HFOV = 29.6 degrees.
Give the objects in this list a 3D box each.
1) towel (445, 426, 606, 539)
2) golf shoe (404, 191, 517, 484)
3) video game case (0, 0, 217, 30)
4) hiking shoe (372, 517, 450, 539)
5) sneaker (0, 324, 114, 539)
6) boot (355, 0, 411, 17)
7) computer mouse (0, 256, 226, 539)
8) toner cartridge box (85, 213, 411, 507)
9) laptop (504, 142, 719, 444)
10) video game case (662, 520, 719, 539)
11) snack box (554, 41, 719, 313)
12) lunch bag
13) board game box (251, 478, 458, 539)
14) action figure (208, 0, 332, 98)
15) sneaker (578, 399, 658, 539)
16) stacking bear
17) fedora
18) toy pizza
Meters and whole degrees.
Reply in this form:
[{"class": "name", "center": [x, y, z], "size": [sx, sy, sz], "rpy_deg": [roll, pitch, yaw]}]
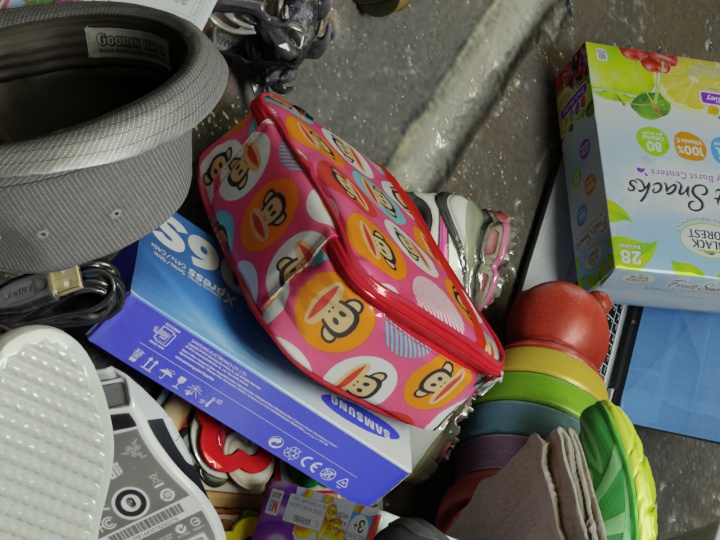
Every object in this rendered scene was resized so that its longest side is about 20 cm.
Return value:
[{"class": "towel", "center": [0.074, 0.194, 0.791], "size": [0.034, 0.201, 0.133], "rpy_deg": [23, 29, -17]}, {"class": "golf shoe", "center": [0.040, 0.042, 0.916], "size": [0.091, 0.073, 0.202], "rpy_deg": [18, 68, -8]}, {"class": "video game case", "center": [-0.143, -0.190, 0.722], "size": [0.181, 0.023, 0.201], "rpy_deg": [14, 114, -42]}, {"class": "hiking shoe", "center": [0.011, 0.222, 0.652], "size": [0.100, 0.075, 0.202], "rpy_deg": [-3, 95, -43]}, {"class": "sneaker", "center": [-0.168, 0.116, 0.640], "size": [0.075, 0.104, 0.202], "rpy_deg": [-16, 112, -38]}, {"class": "boot", "center": [0.047, -0.291, 1.001], "size": [0.200, 0.066, 0.176], "rpy_deg": [-37, 118, -43]}, {"class": "computer mouse", "center": [-0.137, 0.086, 0.711], "size": [0.044, 0.109, 0.201], "rpy_deg": [-103, 167, -67]}, {"class": "toner cartridge box", "center": [-0.058, 0.048, 0.776], "size": [0.199, 0.043, 0.095], "rpy_deg": [35, 28, -25]}, {"class": "laptop", "center": [0.236, 0.018, 1.073], "size": [0.200, 0.115, 0.188], "rpy_deg": [41, 53, -30]}, {"class": "video game case", "center": [0.157, 0.268, 0.888], "size": [0.023, 0.182, 0.201], "rpy_deg": [38, 54, -11]}, {"class": "snack box", "center": [0.250, -0.071, 1.078], "size": [0.167, 0.068, 0.202], "rpy_deg": [5, 65, -17]}, {"class": "lunch bag", "center": [0.000, 0.000, 0.804], "size": [0.176, 0.082, 0.201], "rpy_deg": [33, 20, -42]}, {"class": "board game box", "center": [-0.017, 0.232, 0.746], "size": [0.105, 0.103, 0.202], "rpy_deg": [28, 75, -37]}, {"class": "action figure", "center": [-0.059, -0.191, 0.841], "size": [0.119, 0.101, 0.201], "rpy_deg": [-64, 170, -66]}, {"class": "sneaker", "center": [0.133, 0.173, 0.802], "size": [0.074, 0.083, 0.202], "rpy_deg": [59, 34, -71]}, {"class": "stacking bear", "center": [0.125, 0.097, 0.940], "size": [0.114, 0.121, 0.201], "rpy_deg": [56, 40, -41]}, {"class": "fedora", "center": [-0.160, -0.059, 0.660], "size": [0.199, 0.177, 0.091], "rpy_deg": [-18, 126, -21]}, {"class": "toy pizza", "center": [-0.051, 0.140, 0.815], "size": [0.199, 0.032, 0.202], "rpy_deg": [14, 70, -42]}]
